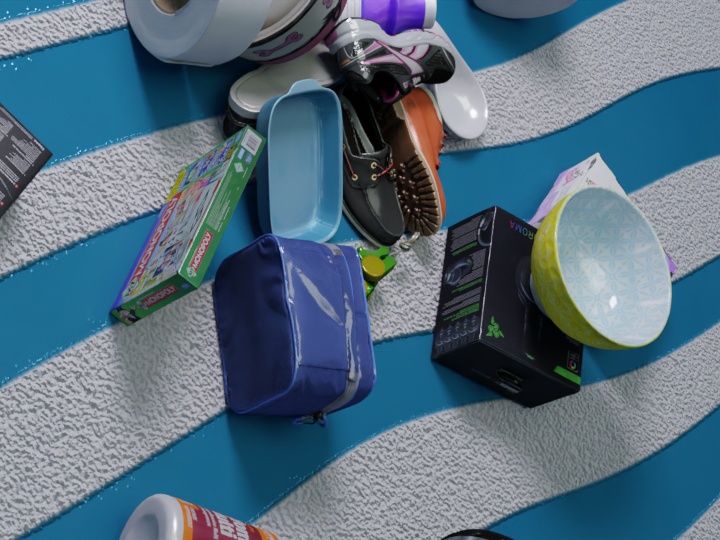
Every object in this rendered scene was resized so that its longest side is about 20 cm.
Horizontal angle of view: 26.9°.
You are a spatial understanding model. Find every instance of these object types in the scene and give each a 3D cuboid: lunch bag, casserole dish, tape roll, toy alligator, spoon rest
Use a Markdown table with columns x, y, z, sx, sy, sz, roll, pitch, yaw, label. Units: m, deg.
| x | y | z | sx | sy | sz | roll | pitch | yaw | label |
| --- | --- | --- | --- | --- | --- | --- | --- | --- | --- |
| -0.061 | 0.069 | 1.604 | 0.132 | 0.135 | 0.202 | 5 | 71 | -39 | lunch bag |
| -0.072 | -0.116 | 1.692 | 0.121 | 0.039 | 0.202 | -18 | 114 | -47 | casserole dish |
| -0.175 | -0.325 | 1.620 | 0.070 | 0.202 | 0.204 | -1 | 74 | -42 | tape roll |
| 0.000 | 0.000 | 1.741 | 0.054 | 0.059 | 0.200 | 37 | 48 | 6 | toy alligator |
| 0.101 | -0.257 | 1.932 | 0.201 | 0.060 | 0.099 | 54 | 47 | -10 | spoon rest |

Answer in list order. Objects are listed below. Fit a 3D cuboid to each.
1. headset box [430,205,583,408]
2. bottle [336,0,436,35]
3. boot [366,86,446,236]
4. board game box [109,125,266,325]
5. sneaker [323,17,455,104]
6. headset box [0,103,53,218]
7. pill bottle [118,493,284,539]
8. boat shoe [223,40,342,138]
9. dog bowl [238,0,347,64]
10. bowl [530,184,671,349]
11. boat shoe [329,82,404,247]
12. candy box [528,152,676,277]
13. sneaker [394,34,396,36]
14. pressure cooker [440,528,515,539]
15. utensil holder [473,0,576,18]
| x | y | z | sx | sy | sz | roll | pitch | yaw | label |
| --- | --- | --- | --- | --- | --- | --- | --- | --- | --- |
| 0.187 | 0.053 | 1.859 | 0.173 | 0.093 | 0.201 | 28 | 56 | -29 | headset box |
| -0.010 | -0.317 | 1.798 | 0.198 | 0.065 | 0.084 | 1 | 82 | -10 | bottle |
| 0.076 | -0.141 | 1.857 | 0.107 | 0.075 | 0.202 | -8 | 77 | -47 | boot |
| -0.177 | -0.046 | 1.551 | 0.029 | 0.134 | 0.201 | 38 | 51 | -23 | board game box |
| 0.038 | -0.235 | 1.795 | 0.199 | 0.080 | 0.087 | 1 | 67 | -43 | sneaker |
| -0.407 | -0.085 | 1.405 | 0.149 | 0.075 | 0.201 | 45 | 49 | -18 | headset box |
| -0.132 | 0.298 | 1.467 | 0.199 | 0.109 | 0.110 | 26 | 57 | -31 | pill bottle |
| -0.087 | -0.208 | 1.747 | 0.074 | 0.061 | 0.200 | 38 | 44 | 10 | boat shoe |
| -0.097 | -0.323 | 1.702 | 0.074 | 0.199 | 0.202 | 38 | 48 | -52 | dog bowl |
| 0.268 | 0.009 | 1.807 | 0.199 | 0.107 | 0.202 | 17 | 62 | -35 | bowl |
| 0.004 | -0.125 | 1.794 | 0.073 | 0.063 | 0.203 | -22 | 90 | -47 | boat shoe |
| 0.324 | -0.030 | 2.009 | 0.201 | 0.071 | 0.168 | 54 | 36 | -11 | candy box |
| 0.027 | -0.352 | 1.863 | 0.201 | 0.112 | 0.071 | 63 | 30 | -2 | sneaker |
| 0.115 | 0.402 | 1.601 | 0.175 | 0.179 | 0.200 | 28 | 48 | 13 | pressure cooker |
| 0.223 | -0.469 | 2.054 | 0.169 | 0.169 | 0.202 | 12 | 68 | -37 | utensil holder |
